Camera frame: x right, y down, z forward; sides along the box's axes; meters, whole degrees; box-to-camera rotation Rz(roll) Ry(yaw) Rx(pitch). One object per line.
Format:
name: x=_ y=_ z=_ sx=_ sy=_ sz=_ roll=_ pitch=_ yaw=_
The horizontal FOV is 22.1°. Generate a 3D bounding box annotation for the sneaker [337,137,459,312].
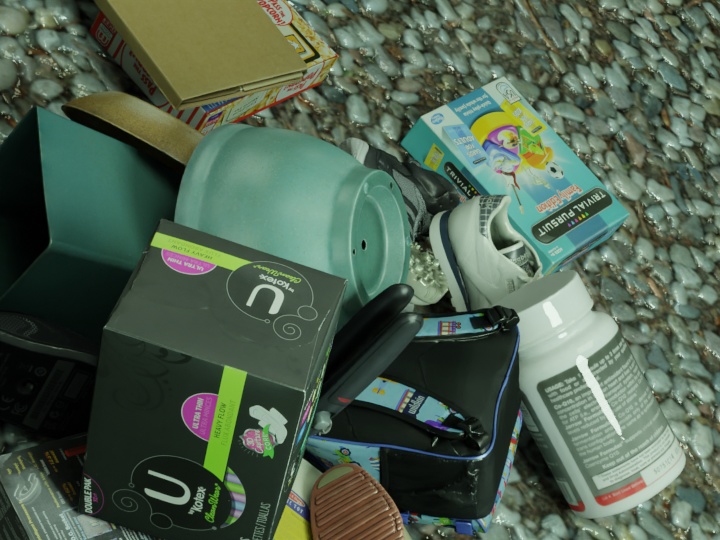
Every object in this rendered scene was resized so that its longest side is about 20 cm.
sneaker: x=0.044 y=-0.037 z=1.727 sx=0.114 sy=0.075 sz=0.200 roll=6 pitch=52 yaw=-31

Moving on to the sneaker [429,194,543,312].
sneaker: x=0.135 y=0.028 z=1.695 sx=0.076 sy=0.080 sz=0.200 roll=-37 pitch=105 yaw=-57

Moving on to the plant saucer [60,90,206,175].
plant saucer: x=-0.160 y=-0.101 z=1.569 sx=0.200 sy=0.200 sz=0.035 roll=31 pitch=83 yaw=-8

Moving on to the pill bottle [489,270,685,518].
pill bottle: x=0.195 y=0.108 z=1.631 sx=0.114 sy=0.114 sz=0.200 roll=-38 pitch=103 yaw=-47

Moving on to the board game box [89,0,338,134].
board game box: x=-0.138 y=-0.219 z=1.780 sx=0.152 sy=0.046 sz=0.200 roll=49 pitch=43 yaw=11

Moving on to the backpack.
backpack: x=0.026 y=0.118 z=1.539 sx=0.200 sy=0.135 sz=0.183 roll=5 pitch=42 yaw=12

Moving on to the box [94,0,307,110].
box: x=-0.164 y=-0.242 z=1.730 sx=0.163 sy=0.021 sz=0.200 roll=-20 pitch=66 yaw=-42

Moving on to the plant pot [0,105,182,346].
plant pot: x=-0.206 y=-0.013 z=1.496 sx=0.200 sy=0.141 sz=0.141 roll=18 pitch=45 yaw=-36

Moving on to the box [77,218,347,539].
box: x=-0.108 y=0.091 z=1.325 sx=0.148 sy=0.200 sz=0.124 roll=17 pitch=43 yaw=3

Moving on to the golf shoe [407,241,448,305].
golf shoe: x=0.000 y=0.000 z=1.614 sx=0.078 sy=0.097 sz=0.200 roll=27 pitch=7 yaw=-39

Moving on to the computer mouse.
computer mouse: x=-0.271 y=0.063 z=1.408 sx=0.200 sy=0.139 sz=0.053 roll=25 pitch=26 yaw=-27

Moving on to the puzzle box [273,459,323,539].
puzzle box: x=-0.024 y=0.224 z=1.453 sx=0.200 sy=0.025 sz=0.133 roll=39 pitch=30 yaw=-13

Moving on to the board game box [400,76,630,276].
board game box: x=0.159 y=-0.094 z=1.875 sx=0.200 sy=0.047 sz=0.151 roll=48 pitch=43 yaw=11

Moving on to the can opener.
can opener: x=-0.021 y=0.080 z=1.409 sx=0.079 sy=0.200 sz=0.063 roll=9 pitch=55 yaw=-46

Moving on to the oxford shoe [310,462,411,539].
oxford shoe: x=0.018 y=0.238 z=1.418 sx=0.071 sy=0.074 sz=0.200 roll=-28 pitch=53 yaw=1

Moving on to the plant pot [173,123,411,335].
plant pot: x=-0.042 y=-0.019 z=1.461 sx=0.200 sy=0.134 sz=0.200 roll=0 pitch=90 yaw=-65

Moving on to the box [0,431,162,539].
box: x=-0.176 y=0.215 z=1.379 sx=0.158 sy=0.050 sz=0.200 roll=-14 pitch=63 yaw=-41
